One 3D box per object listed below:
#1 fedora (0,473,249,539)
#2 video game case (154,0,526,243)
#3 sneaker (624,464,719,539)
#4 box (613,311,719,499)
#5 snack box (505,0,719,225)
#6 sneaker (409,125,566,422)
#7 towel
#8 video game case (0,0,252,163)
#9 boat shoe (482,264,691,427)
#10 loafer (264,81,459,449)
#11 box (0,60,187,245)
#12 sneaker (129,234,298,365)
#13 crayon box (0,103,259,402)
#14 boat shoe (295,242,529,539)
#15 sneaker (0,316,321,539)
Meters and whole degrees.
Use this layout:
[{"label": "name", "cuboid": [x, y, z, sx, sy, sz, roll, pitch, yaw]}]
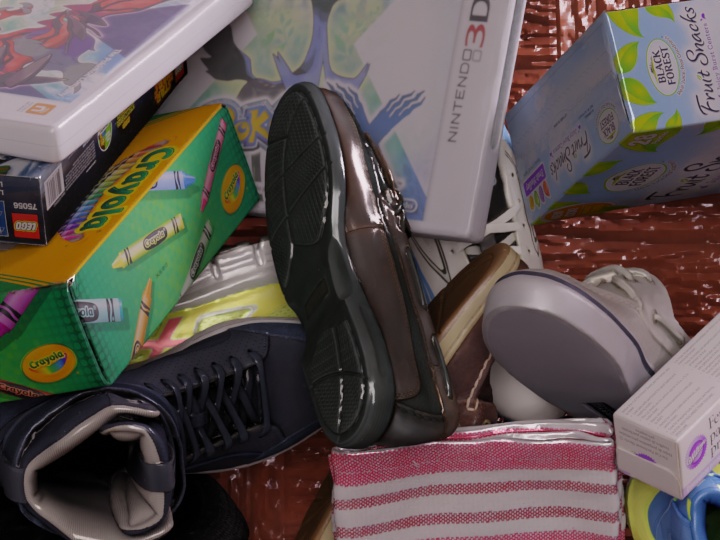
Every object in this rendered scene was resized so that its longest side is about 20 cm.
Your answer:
[{"label": "fedora", "cuboid": [-0.154, 0.158, 1.475, 0.200, 0.201, 0.092, 3, 110, 1]}, {"label": "video game case", "cuboid": [-0.013, -0.114, 1.535, 0.199, 0.022, 0.183, 7, 84, 28]}, {"label": "sneaker", "cuboid": [0.201, 0.177, 1.466, 0.076, 0.105, 0.200, -39, 96, -6]}, {"label": "box", "cuboid": [0.199, 0.036, 1.475, 0.041, 0.039, 0.200, 22, 47, 34]}, {"label": "snack box", "cuboid": [0.191, -0.086, 1.479, 0.199, 0.169, 0.068, -8, 78, -15]}, {"label": "sneaker", "cuboid": [0.060, -0.014, 1.538, 0.072, 0.072, 0.201, -19, 81, -4]}, {"label": "towel", "cuboid": [0.064, 0.174, 1.482, 0.146, 0.030, 0.201, -6, 106, 0]}, {"label": "video game case", "cuboid": [-0.178, -0.115, 1.489, 0.182, 0.200, 0.023, 10, 120, 24]}, {"label": "boat shoe", "cuboid": [0.124, 0.032, 1.476, 0.071, 0.200, 0.070, -1, 66, 35]}, {"label": "loafer", "cuboid": [0.000, 0.000, 1.467, 0.063, 0.072, 0.201, 8, 55, -30]}, {"label": "box", "cuboid": [-0.183, -0.078, 1.487, 0.136, 0.200, 0.040, 6, 119, 16]}, {"label": "sneaker", "cuboid": [-0.112, 0.051, 1.527, 0.199, 0.078, 0.091, -19, 89, 1]}, {"label": "crayon box", "cuboid": [-0.143, -0.007, 1.463, 0.118, 0.200, 0.058, -9, 114, 25]}, {"label": "boat shoe", "cuboid": [0.041, 0.082, 1.505, 0.072, 0.072, 0.200, 29, 101, -8]}, {"label": "sneaker", "cuboid": [-0.079, 0.077, 1.428, 0.201, 0.146, 0.077, -13, 101, -16]}]
